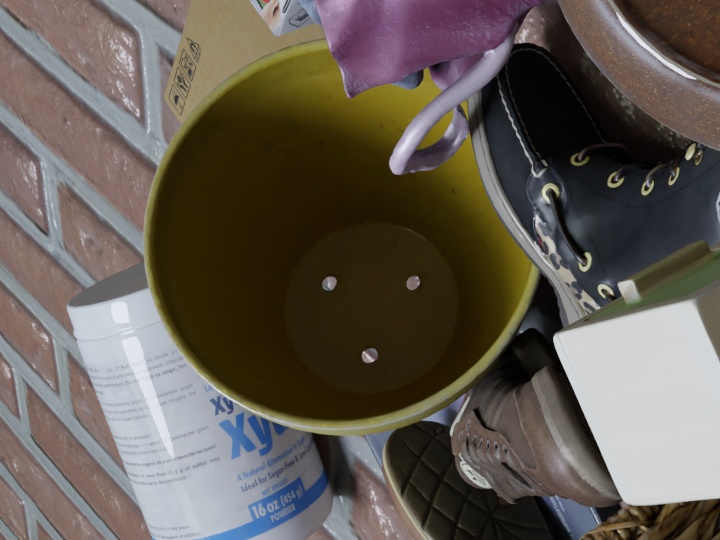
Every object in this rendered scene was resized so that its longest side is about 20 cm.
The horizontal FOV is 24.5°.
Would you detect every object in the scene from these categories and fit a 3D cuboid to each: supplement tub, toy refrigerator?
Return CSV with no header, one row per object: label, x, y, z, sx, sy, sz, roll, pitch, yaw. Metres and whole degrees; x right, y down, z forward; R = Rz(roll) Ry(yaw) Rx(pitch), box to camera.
supplement tub,-0.107,0.093,1.130,0.131,0.131,0.202,-1,112,57
toy refrigerator,0.167,0.003,0.563,0.076,0.199,0.071,-20,95,60

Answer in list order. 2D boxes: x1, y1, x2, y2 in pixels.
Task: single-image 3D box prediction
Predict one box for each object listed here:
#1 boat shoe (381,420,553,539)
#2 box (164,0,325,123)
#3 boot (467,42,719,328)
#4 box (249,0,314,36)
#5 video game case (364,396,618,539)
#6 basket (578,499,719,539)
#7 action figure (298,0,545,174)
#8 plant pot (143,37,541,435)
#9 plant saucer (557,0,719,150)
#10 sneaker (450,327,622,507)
boat shoe,0.077,0.172,0.922,0.200,0.072,0.068,47,144,23
box,-0.054,-0.107,1.004,0.164,0.021,0.200,54,148,18
boot,0.131,-0.038,0.718,0.151,0.073,0.202,-44,62,51
box,-0.070,-0.236,0.877,0.201,0.035,0.110,56,148,15
video game case,0.080,0.136,0.980,0.144,0.019,0.200,63,149,4
basket,0.134,0.116,0.685,0.148,0.199,0.144,24,132,38
action figure,0.067,-0.131,0.674,0.198,0.134,0.150,-17,95,26
plant pot,0.000,0.000,0.867,0.201,0.199,0.142,53,175,19
plant saucer,0.147,-0.135,0.552,0.198,0.034,0.203,4,100,25
sneaker,0.084,0.086,0.796,0.070,0.076,0.200,45,-174,-5
